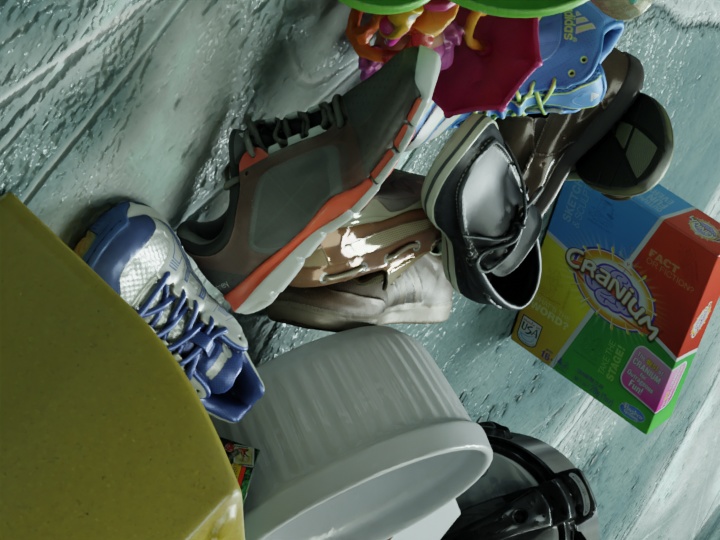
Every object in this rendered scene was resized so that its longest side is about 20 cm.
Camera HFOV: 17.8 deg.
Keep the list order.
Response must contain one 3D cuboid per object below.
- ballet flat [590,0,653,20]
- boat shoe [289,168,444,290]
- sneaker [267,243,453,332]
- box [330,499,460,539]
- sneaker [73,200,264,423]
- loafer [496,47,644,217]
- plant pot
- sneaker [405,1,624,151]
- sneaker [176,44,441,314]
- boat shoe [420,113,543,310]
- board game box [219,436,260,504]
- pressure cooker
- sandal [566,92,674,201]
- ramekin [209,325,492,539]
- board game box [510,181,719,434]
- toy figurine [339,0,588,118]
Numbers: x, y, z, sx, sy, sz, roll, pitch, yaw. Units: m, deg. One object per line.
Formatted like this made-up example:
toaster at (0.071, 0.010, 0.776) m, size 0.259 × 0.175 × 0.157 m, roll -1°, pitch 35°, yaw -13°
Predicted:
ballet flat at (0.157, -0.197, 1.484) m, size 0.067 × 0.062 × 0.200 m, roll -33°, pitch -168°, yaw 12°
boat shoe at (0.006, -0.026, 1.499) m, size 0.200 × 0.076 × 0.072 m, roll -6°, pitch 111°, yaw -51°
sneaker at (0.000, 0.000, 1.574) m, size 0.200 × 0.070 × 0.076 m, roll -4°, pitch 99°, yaw -61°
box at (-0.039, 0.205, 1.671) m, size 0.200 × 0.124 × 0.098 m, roll -51°, pitch 158°, yaw -14°
sneaker at (-0.105, 0.027, 1.335) m, size 0.075 × 0.088 × 0.200 m, roll -51°, pitch 157°, yaw -7°
loafer at (0.120, -0.094, 1.688) m, size 0.200 × 0.071 × 0.073 m, roll -51°, pitch -158°, yaw 6°
plant pot at (-0.168, 0.124, 1.185) m, size 0.195 × 0.200 × 0.195 m, roll -44°, pitch 156°, yaw -26°
sneaker at (0.101, -0.132, 1.518) m, size 0.200 × 0.105 × 0.076 m, roll -46°, pitch 156°, yaw -25°
sneaker at (-0.035, -0.063, 1.330) m, size 0.200 × 0.082 × 0.077 m, roll -48°, pitch -170°, yaw 18°
boat shoe at (0.084, -0.034, 1.477) m, size 0.075 × 0.062 × 0.200 m, roll -50°, pitch 156°, yaw -18°
board game box at (-0.135, 0.177, 1.463) m, size 0.024 × 0.104 × 0.201 m, roll -78°, pitch -177°, yaw -54°
pressure cooker at (0.105, 0.220, 1.907) m, size 0.177 × 0.178 × 0.200 m, roll -68°, pitch 165°, yaw 4°
sandal at (0.194, -0.088, 1.715) m, size 0.080 × 0.057 × 0.201 m, roll -55°, pitch -166°, yaw -2°
ramekin at (-0.021, 0.121, 1.535) m, size 0.199 × 0.105 × 0.200 m, roll -23°, pitch 162°, yaw -8°
board game box at (0.218, 0.016, 1.913) m, size 0.040 × 0.153 × 0.201 m, roll -31°, pitch 147°, yaw -43°
toy figurine at (0.052, -0.156, 1.385) m, size 0.199 × 0.151 × 0.184 m, roll -22°, pitch 156°, yaw -19°
